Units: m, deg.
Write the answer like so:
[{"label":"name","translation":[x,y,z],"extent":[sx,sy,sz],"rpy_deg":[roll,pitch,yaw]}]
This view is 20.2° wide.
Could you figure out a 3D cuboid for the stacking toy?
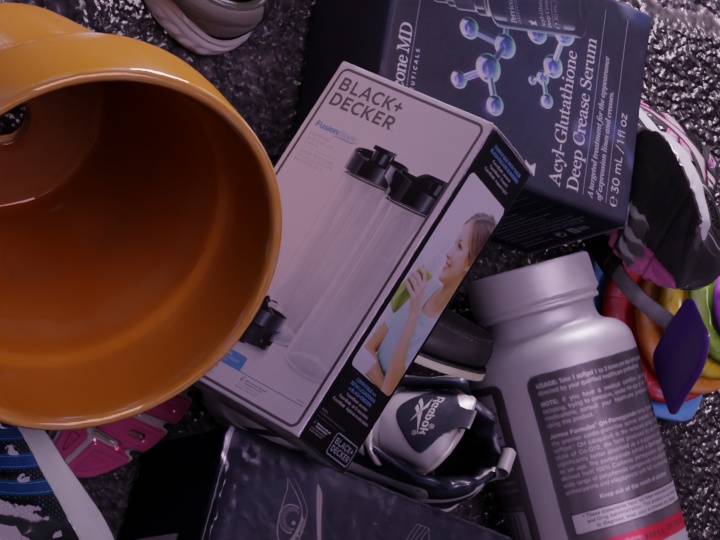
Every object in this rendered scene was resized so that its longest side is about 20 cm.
[{"label":"stacking toy","translation":[0.242,0.025,1.312],"extent":[0.109,0.200,0.116],"rpy_deg":[18,70,-28]}]

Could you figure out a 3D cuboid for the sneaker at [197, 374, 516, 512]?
[{"label":"sneaker","translation":[0.007,0.082,1.193],"extent":[0.199,0.129,0.080],"rpy_deg":[38,61,-21]}]

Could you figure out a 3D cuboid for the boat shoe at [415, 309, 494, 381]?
[{"label":"boat shoe","translation":[0.000,0.001,1.219],"extent":[0.201,0.074,0.063],"rpy_deg":[32,97,-10]}]

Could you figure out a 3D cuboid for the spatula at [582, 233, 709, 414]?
[{"label":"spatula","translation":[0.177,0.010,1.310],"extent":[0.020,0.057,0.200],"rpy_deg":[8,35,-31]}]

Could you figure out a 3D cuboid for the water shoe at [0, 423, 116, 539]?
[{"label":"water shoe","translation":[-0.208,0.110,1.086],"extent":[0.079,0.071,0.200],"rpy_deg":[-42,103,-29]}]

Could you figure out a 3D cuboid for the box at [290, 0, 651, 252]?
[{"label":"box","translation":[0.072,-0.115,1.290],"extent":[0.199,0.107,0.149],"rpy_deg":[17,72,-28]}]

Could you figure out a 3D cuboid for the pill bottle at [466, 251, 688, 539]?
[{"label":"pill bottle","translation":[0.131,0.094,1.281],"extent":[0.110,0.111,0.201],"rpy_deg":[-14,88,-34]}]

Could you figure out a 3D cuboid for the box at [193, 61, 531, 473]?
[{"label":"box","translation":[-0.010,-0.005,1.114],"extent":[0.200,0.116,0.060],"rpy_deg":[-56,144,-8]}]

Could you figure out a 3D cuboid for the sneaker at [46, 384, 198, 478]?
[{"label":"sneaker","translation":[-0.129,0.023,1.158],"extent":[0.074,0.087,0.200],"rpy_deg":[33,86,-48]}]

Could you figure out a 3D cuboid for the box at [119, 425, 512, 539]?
[{"label":"box","translation":[-0.041,0.217,1.142],"extent":[0.200,0.117,0.197],"rpy_deg":[25,69,-25]}]

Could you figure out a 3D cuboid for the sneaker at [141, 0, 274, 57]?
[{"label":"sneaker","translation":[-0.130,-0.211,1.199],"extent":[0.200,0.079,0.074],"rpy_deg":[37,65,-20]}]

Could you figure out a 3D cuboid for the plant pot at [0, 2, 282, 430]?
[{"label":"plant pot","translation":[-0.165,-0.049,1.058],"extent":[0.200,0.183,0.201],"rpy_deg":[-12,124,-19]}]

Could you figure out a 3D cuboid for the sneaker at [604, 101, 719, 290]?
[{"label":"sneaker","translation":[0.205,-0.059,1.324],"extent":[0.086,0.080,0.200],"rpy_deg":[15,33,-25]}]
